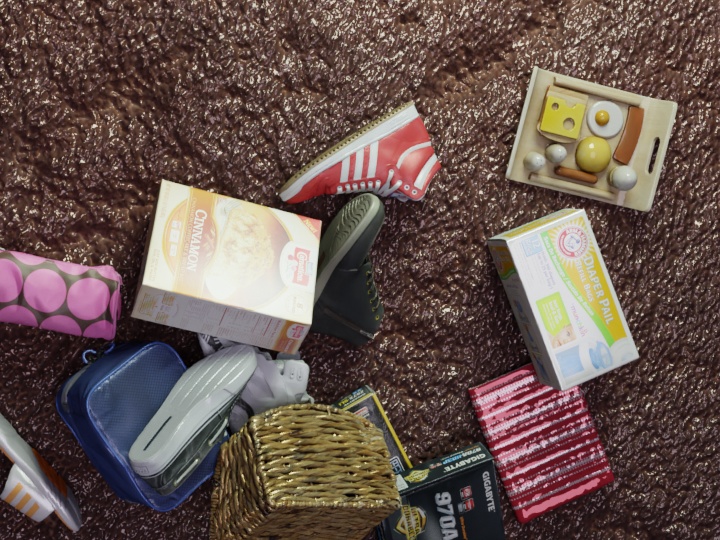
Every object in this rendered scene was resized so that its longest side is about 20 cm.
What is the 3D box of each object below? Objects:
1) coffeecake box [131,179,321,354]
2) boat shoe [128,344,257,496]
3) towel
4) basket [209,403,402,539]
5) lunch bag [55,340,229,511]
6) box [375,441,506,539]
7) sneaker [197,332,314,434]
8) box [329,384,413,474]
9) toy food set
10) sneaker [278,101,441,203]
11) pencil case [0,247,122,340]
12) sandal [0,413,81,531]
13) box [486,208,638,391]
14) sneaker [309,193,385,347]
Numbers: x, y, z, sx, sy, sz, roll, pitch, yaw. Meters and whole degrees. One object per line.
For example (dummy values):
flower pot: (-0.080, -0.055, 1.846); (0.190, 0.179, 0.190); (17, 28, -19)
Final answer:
coffeecake box: (-0.154, -0.003, 1.524); (0.198, 0.073, 0.155); (14, 52, -13)
boat shoe: (-0.184, 0.169, 1.478); (0.200, 0.072, 0.071); (-47, 132, -29)
towel: (0.238, 0.218, 1.704); (0.144, 0.022, 0.201); (-23, 100, -5)
basket: (-0.077, 0.251, 1.540); (0.199, 0.144, 0.149); (7, 140, -35)
lunch bag: (-0.266, 0.176, 1.536); (0.136, 0.132, 0.201); (-36, 104, -29)
box: (0.103, 0.332, 1.648); (0.158, 0.046, 0.201); (-18, 119, -13)
sneaker: (-0.131, 0.103, 1.587); (0.114, 0.075, 0.202); (-19, 107, -9)
box: (-0.038, 0.264, 1.641); (0.199, 0.049, 0.161); (-28, 105, -7)
toy food set: (0.289, -0.164, 1.637); (0.198, 0.060, 0.145); (12, 96, -13)
sneaker: (0.006, -0.108, 1.583); (0.199, 0.071, 0.113); (-32, 100, -8)
pencil case: (-0.376, 0.020, 1.518); (0.198, 0.091, 0.095); (12, 89, -15)
sandal: (-0.413, 0.239, 1.551); (0.059, 0.079, 0.207); (-40, 95, -2)
box: (0.251, 0.034, 1.627); (0.112, 0.101, 0.201); (-23, 95, -7)
sneaker: (0.000, 0.000, 1.583); (0.106, 0.075, 0.201); (22, 121, -20)
